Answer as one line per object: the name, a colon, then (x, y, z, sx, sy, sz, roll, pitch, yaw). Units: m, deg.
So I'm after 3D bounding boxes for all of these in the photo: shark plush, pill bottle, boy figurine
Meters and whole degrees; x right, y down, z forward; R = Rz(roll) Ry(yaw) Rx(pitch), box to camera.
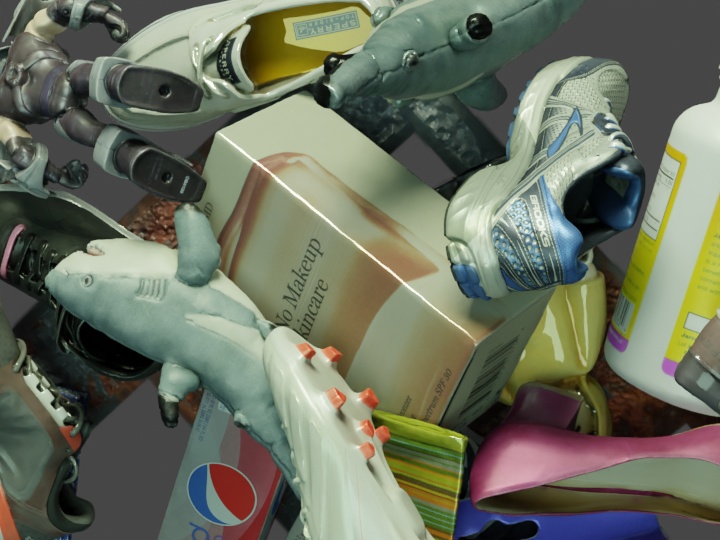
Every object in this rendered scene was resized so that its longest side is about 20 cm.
shark plush: (0.043, -0.136, 0.861, 0.083, 0.199, 0.092, -11, 90, 46)
pill bottle: (0.215, -0.025, 0.894, 0.103, 0.104, 0.202, 17, 106, 6)
shark plush: (-0.090, 0.059, 0.893, 0.083, 0.091, 0.201, -36, 89, -27)
boy figurine: (0.094, 0.034, 0.952, 0.123, 0.064, 0.201, -21, 94, 13)

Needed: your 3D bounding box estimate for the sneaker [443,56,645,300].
sneaker: (0.123, -0.051, 0.862, 0.085, 0.200, 0.077, 2, 130, 31)

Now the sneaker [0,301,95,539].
sneaker: (-0.213, 0.085, 1.000, 0.081, 0.077, 0.202, -7, 116, 2)

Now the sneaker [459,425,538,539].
sneaker: (0.051, 0.131, 0.958, 0.200, 0.109, 0.070, 42, 107, -1)

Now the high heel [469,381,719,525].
high heel: (0.161, 0.125, 0.861, 0.199, 0.096, 0.068, 21, 132, 12)

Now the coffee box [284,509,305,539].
coffee box: (0.025, 0.244, 0.981, 0.199, 0.080, 0.113, 30, 142, 3)

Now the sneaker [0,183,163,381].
sneaker: (-0.185, 0.004, 0.979, 0.199, 0.099, 0.071, 24, 108, 6)

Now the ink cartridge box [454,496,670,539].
ink cartridge box: (0.097, 0.226, 0.896, 0.196, 0.043, 0.202, -14, 82, -1)

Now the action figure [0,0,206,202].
action figure: (-0.169, -0.101, 0.933, 0.199, 0.069, 0.131, 26, 108, 46)

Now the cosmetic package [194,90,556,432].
cosmetic package: (0.000, 0.000, 0.906, 0.200, 0.087, 0.104, 38, 131, 21)

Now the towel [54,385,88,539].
towel: (-0.262, 0.165, 1.074, 0.144, 0.024, 0.202, 10, 102, 10)

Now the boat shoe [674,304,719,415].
boat shoe: (0.230, 0.083, 0.809, 0.065, 0.072, 0.200, -41, 126, 13)

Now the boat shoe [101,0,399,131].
boat shoe: (-0.073, -0.129, 0.941, 0.198, 0.070, 0.072, -11, 100, 14)

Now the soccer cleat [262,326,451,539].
soccer cleat: (-0.010, 0.123, 0.825, 0.077, 0.069, 0.201, -36, 73, 15)

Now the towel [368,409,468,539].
towel: (0.009, 0.180, 0.861, 0.086, 0.018, 0.202, 10, 94, 37)

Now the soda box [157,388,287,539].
soda box: (-0.084, 0.145, 0.984, 0.063, 0.070, 0.201, 22, 120, 4)
